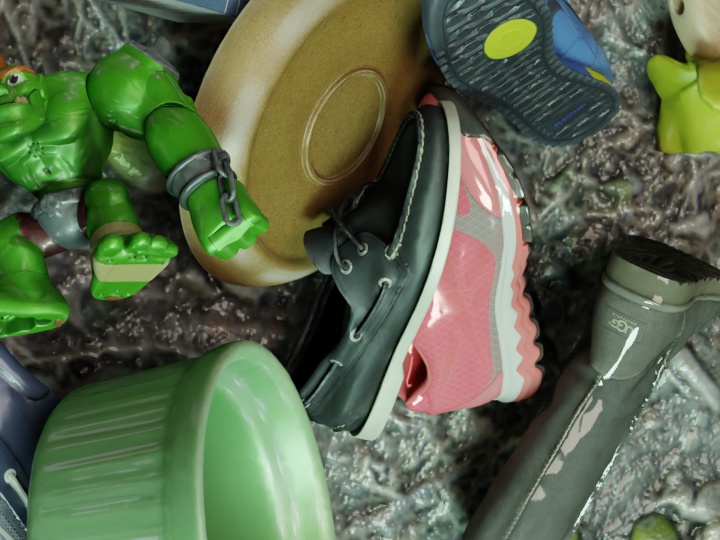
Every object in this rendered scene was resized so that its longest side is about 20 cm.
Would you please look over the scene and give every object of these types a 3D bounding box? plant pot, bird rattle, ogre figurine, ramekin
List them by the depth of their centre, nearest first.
[{"bbox_3d":[-0.150,-0.038,1.282,0.098,0.199,0.121,16,55,-47],"label":"ogre figurine"},{"bbox_3d":[-0.087,0.140,1.312,0.097,0.200,0.201,-9,103,17],"label":"ramekin"},{"bbox_3d":[-0.015,-0.078,1.360,0.200,0.027,0.201,-37,142,-36],"label":"plant pot"},{"bbox_3d":[0.209,-0.168,1.512,0.163,0.112,0.201,-22,93,-36],"label":"bird rattle"}]

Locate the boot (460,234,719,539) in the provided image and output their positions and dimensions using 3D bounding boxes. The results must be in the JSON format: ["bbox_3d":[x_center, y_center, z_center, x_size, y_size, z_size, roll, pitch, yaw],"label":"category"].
[{"bbox_3d":[0.133,0.083,1.482,0.182,0.072,0.201,-4,116,-65],"label":"boot"}]

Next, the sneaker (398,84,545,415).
[{"bbox_3d":[0.044,-0.001,1.415,0.086,0.074,0.201,-19,124,-13],"label":"sneaker"}]

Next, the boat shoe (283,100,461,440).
[{"bbox_3d":[0.000,-0.001,1.357,0.066,0.075,0.200,8,128,-14],"label":"boat shoe"}]

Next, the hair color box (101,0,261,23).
[{"bbox_3d":[-0.149,-0.173,1.294,0.199,0.100,0.061,13,89,-29],"label":"hair color box"}]

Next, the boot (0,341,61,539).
[{"bbox_3d":[-0.163,0.119,1.335,0.090,0.073,0.200,-48,118,-18],"label":"boot"}]

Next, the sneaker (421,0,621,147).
[{"bbox_3d":[0.074,-0.133,1.400,0.066,0.079,0.200,-31,152,14],"label":"sneaker"}]
